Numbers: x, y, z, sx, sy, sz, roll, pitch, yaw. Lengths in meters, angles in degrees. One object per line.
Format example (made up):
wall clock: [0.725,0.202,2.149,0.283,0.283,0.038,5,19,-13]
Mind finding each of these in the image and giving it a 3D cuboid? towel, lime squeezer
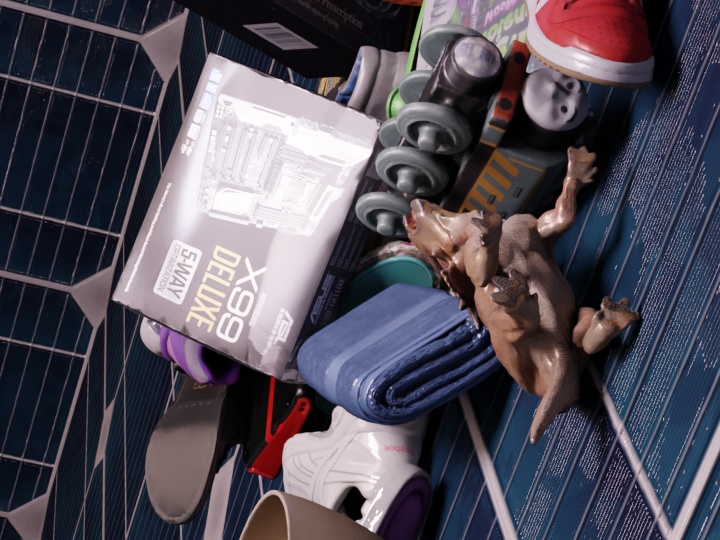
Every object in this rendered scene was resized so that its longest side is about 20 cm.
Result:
towel: [0.027,0.058,1.295,0.049,0.111,0.200,62,169,-12]
lime squeezer: [0.043,-0.112,1.424,0.071,0.038,0.201,-51,40,49]

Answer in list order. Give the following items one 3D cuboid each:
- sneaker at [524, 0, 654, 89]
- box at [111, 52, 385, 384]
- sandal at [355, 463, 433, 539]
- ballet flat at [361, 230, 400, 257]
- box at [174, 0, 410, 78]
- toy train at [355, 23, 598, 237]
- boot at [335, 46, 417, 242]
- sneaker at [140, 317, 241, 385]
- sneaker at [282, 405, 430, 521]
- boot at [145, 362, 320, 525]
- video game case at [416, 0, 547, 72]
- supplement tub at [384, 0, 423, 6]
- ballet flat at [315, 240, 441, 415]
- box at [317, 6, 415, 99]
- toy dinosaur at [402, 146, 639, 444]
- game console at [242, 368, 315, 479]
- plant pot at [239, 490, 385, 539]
sneaker: [0.140,-0.183,1.121,0.200,0.071,0.113,-99,22,-63]
box: [-0.074,-0.038,1.418,0.050,0.157,0.201,16,-82,-64]
sandal: [0.009,0.229,1.292,0.050,0.082,0.203,21,98,34]
ballet flat: [0.000,0.000,1.523,0.200,0.070,0.071,108,168,-46]
box: [-0.048,-0.279,1.610,0.104,0.200,0.183,2,75,40]
toy train: [0.070,-0.071,1.182,0.200,0.114,0.085,117,171,-60]
boot: [0.007,-0.090,1.527,0.074,0.095,0.200,-95,23,-54]
sneaker: [-0.087,0.009,1.493,0.089,0.080,0.200,50,117,38]
sneaker: [-0.012,0.162,1.407,0.200,0.078,0.100,126,151,-60]
boot: [-0.092,0.136,1.631,0.069,0.174,0.201,-2,66,33]
video game case: [0.091,-0.150,1.320,0.200,0.023,0.182,-27,50,58]
supplement tub: [0.045,-0.319,1.542,0.123,0.122,0.201,158,125,-74]
ballet flat: [0.008,0.031,1.465,0.064,0.075,0.200,-73,10,-45]
box: [0.011,-0.242,1.769,0.160,0.049,0.201,138,143,-72]
toy dinosaur: [0.094,0.023,1.105,0.136,0.086,0.200,105,155,-55]
game console: [-0.053,0.049,1.528,0.177,0.031,0.201,124,153,-58]
plant pot: [-0.010,0.246,1.180,0.200,0.134,0.201,-166,90,-78]
